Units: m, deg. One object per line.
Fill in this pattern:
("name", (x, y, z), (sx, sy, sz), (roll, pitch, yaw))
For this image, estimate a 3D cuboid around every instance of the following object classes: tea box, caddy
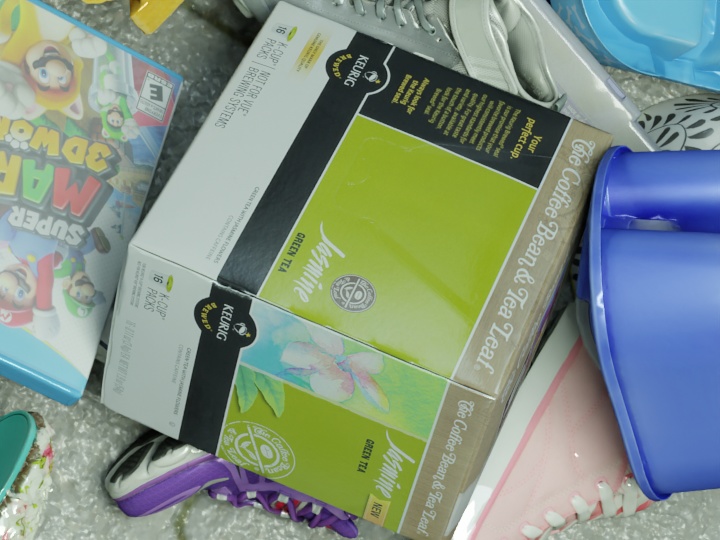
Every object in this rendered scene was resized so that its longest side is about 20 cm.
("tea box", (0.000, 0.000, 1.361), (0.196, 0.134, 0.200), (22, 48, 7))
("caddy", (0.163, 0.027, 1.373), (0.104, 0.201, 0.142), (-5, 42, 18))

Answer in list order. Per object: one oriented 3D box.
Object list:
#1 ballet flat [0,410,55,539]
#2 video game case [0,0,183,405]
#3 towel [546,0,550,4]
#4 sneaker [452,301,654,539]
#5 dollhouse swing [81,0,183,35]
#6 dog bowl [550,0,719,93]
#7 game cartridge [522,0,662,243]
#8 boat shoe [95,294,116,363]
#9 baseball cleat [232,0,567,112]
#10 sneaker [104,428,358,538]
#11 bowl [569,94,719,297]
("ballet flat", (-0.212, 0.164, 1.361), (0.200, 0.075, 0.064), (-54, 127, -16))
("video game case", (-0.179, -0.048, 1.362), (0.143, 0.018, 0.201), (27, 58, -20))
("towel", (0.044, -0.230, 1.531), (0.200, 0.050, 0.148), (42, 67, -7))
("sneaker", (0.107, 0.122, 1.454), (0.104, 0.075, 0.201), (34, 66, -2))
("dollhouse swing", (-0.150, -0.271, 1.425), (0.182, 0.176, 0.200), (-47, 122, 0))
("dog bowl", (0.193, -0.155, 1.517), (0.199, 0.049, 0.112), (10, 83, -29))
("game cartridge", (0.064, -0.096, 1.481), (0.130, 0.038, 0.200), (-41, 92, 8))
("boat shoe", (-0.195, 0.003, 1.395), (0.200, 0.072, 0.066), (34, 101, -22))
("baseball cleat", (0.022, -0.138, 1.417), (0.199, 0.107, 0.070), (34, 46, -7))
("sneaker", (-0.035, 0.106, 1.417), (0.199, 0.081, 0.084), (-10, 95, -15))
("bowl", (0.226, -0.015, 1.512), (0.199, 0.094, 0.202), (4, 76, -17))
